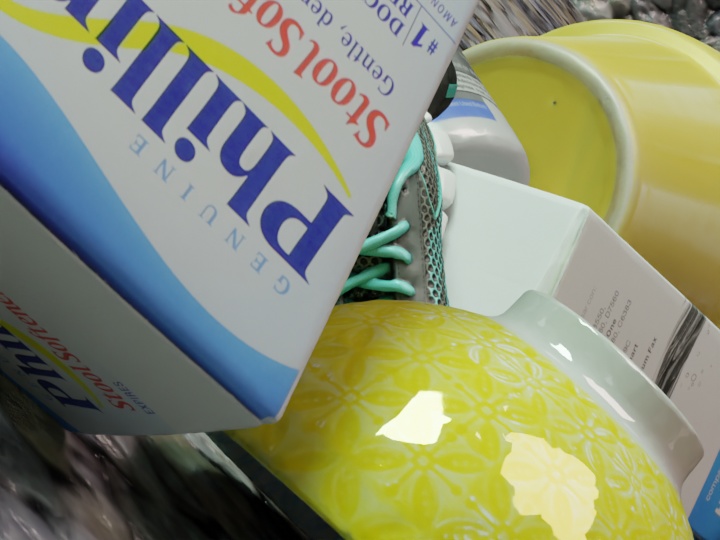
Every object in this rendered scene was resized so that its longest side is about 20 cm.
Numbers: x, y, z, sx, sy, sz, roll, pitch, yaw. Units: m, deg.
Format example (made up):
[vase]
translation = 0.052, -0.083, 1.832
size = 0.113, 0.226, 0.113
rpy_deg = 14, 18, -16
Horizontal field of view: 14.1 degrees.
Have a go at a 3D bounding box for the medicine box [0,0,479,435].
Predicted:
[medicine box]
translation = -0.073, -0.083, 0.854
size = 0.182, 0.103, 0.201
rpy_deg = 44, 57, -33

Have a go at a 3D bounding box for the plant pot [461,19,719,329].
[plant pot]
translation = 0.105, -0.033, 1.435
size = 0.201, 0.201, 0.189
rpy_deg = 56, 16, 22

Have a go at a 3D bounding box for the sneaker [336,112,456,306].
[sneaker]
translation = 0.000, 0.000, 1.087
size = 0.091, 0.077, 0.201
rpy_deg = 71, 10, -57

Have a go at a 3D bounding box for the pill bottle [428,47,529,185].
[pill bottle]
translation = -0.015, -0.092, 1.335
size = 0.114, 0.114, 0.201
rpy_deg = 35, 21, -56

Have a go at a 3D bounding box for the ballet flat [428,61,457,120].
[ballet flat]
translation = -0.043, -0.104, 1.247
size = 0.199, 0.068, 0.068
rpy_deg = 28, 14, 26

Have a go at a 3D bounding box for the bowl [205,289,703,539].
[bowl]
translation = 0.047, 0.071, 0.948
size = 0.200, 0.108, 0.200
rpy_deg = 42, -7, 6

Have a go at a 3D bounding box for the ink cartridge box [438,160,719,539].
[ink cartridge box]
translation = 0.070, 0.032, 1.224
size = 0.146, 0.085, 0.200
rpy_deg = 19, -14, 39
